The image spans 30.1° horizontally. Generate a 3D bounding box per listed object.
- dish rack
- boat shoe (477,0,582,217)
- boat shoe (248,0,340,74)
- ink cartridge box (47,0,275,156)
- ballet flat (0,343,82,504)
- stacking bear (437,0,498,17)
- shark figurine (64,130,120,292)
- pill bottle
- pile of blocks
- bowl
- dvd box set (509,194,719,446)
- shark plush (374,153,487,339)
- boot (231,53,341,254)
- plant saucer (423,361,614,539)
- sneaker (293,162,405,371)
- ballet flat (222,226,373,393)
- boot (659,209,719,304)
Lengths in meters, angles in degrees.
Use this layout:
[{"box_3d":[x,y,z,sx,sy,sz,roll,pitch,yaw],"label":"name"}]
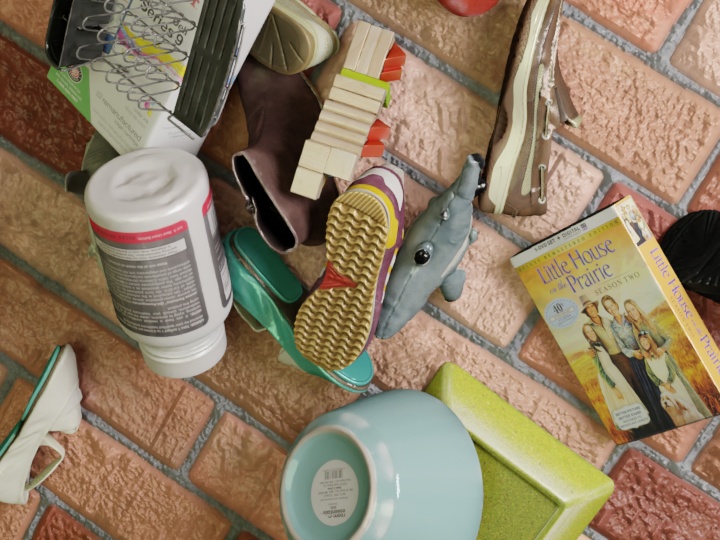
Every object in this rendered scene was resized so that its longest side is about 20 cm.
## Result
[{"box_3d":[-0.178,-0.207,1.120,0.200,0.054,0.154,38,122,33],"label":"dish rack"},{"box_3d":[0.161,-0.145,1.191,0.074,0.075,0.204,12,109,0],"label":"boat shoe"},{"box_3d":[-0.108,-0.255,1.251,0.200,0.063,0.074,36,123,19],"label":"boat shoe"},{"box_3d":[-0.183,-0.215,1.220,0.145,0.087,0.200,46,123,19],"label":"ink cartridge box"},{"box_3d":[-0.325,0.162,1.379,0.069,0.069,0.201,37,111,7],"label":"ballet flat"},{"box_3d":[0.139,-0.297,1.149,0.200,0.121,0.114,-36,73,28],"label":"stacking bear"},{"box_3d":[-0.217,-0.035,1.283,0.089,0.128,0.216,-10,97,7],"label":"shark figurine"},{"box_3d":[-0.176,-0.001,1.219,0.110,0.111,0.201,5,130,15],"label":"pill bottle"},{"box_3d":[-0.001,-0.130,1.187,0.062,0.082,0.201,18,59,6],"label":"pile of blocks"},{"box_3d":[0.001,0.202,1.221,0.200,0.105,0.202,-12,71,40],"label":"bowl"},{"box_3d":[0.231,0.048,1.178,0.146,0.029,0.201,-29,91,52],"label":"dvd box set"},{"box_3d":[0.072,-0.019,1.194,0.091,0.083,0.200,43,132,0],"label":"shark plush"},{"box_3d":[-0.077,-0.114,1.204,0.072,0.166,0.201,-26,90,17],"label":"boot"},{"box_3d":[0.104,0.225,1.271,0.199,0.048,0.201,36,107,7],"label":"plant saucer"},{"box_3d":[0.000,0.000,1.200,0.075,0.090,0.201,27,126,10],"label":"sneaker"},{"box_3d":[-0.068,0.048,1.290,0.200,0.067,0.070,48,132,4],"label":"ballet flat"},{"box_3d":[0.358,0.031,1.137,0.162,0.198,0.074,38,87,-24],"label":"boot"}]
